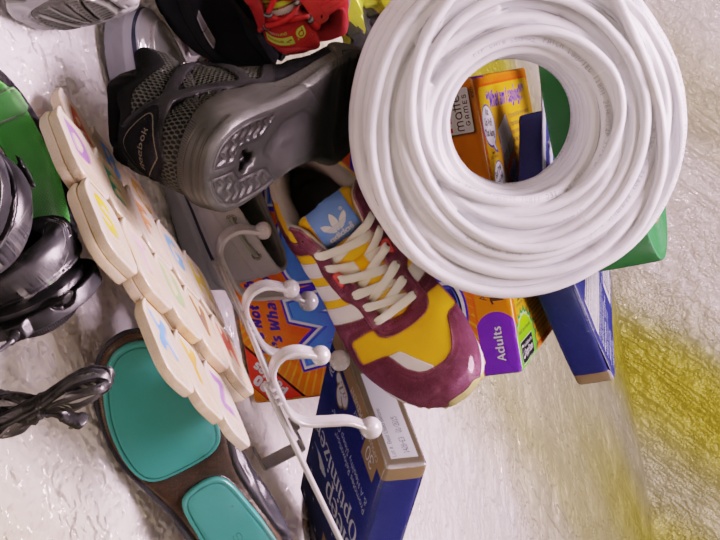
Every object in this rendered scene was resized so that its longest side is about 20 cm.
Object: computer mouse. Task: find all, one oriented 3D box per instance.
[{"bbox_3d":[-0.127,-0.201,0.837,0.141,0.046,0.200,57,6,29],"label":"computer mouse"}]

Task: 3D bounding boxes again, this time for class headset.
[{"bbox_3d":[-0.156,-0.014,0.620,0.124,0.093,0.201,58,19,-51],"label":"headset"}]

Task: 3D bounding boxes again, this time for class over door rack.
[{"bbox_3d":[-0.035,0.085,0.858,0.148,0.066,0.201,-119,-163,-53],"label":"over door rack"}]

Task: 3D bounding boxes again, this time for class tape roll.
[{"bbox_3d":[0.168,-0.102,0.935,0.200,0.048,0.202,-10,90,-72],"label":"tape roll"}]

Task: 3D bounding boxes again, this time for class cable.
[{"bbox_3d":[0.089,-0.088,0.791,0.200,0.200,0.069,50,0,-13],"label":"cable"}]

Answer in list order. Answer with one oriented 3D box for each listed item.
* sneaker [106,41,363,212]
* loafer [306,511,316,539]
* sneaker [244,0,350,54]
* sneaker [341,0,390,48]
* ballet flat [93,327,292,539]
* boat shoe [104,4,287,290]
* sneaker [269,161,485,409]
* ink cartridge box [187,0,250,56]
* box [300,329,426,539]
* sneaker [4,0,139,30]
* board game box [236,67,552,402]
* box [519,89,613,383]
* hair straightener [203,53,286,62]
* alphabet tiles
[{"bbox_3d":[-0.071,-0.097,0.788,0.199,0.114,0.077,-33,139,-51],"label":"sneaker"},{"bbox_3d":[0.008,0.256,1.043,0.073,0.070,0.201,-29,110,-71],"label":"loafer"},{"bbox_3d":[-0.043,-0.172,0.808,0.200,0.076,0.086,-11,99,-70],"label":"sneaker"},{"bbox_3d":[-0.008,-0.227,0.959,0.085,0.074,0.201,-105,179,-55],"label":"sneaker"},{"bbox_3d":[-0.101,0.106,0.798,0.073,0.073,0.201,-72,142,-53],"label":"ballet flat"},{"bbox_3d":[-0.098,-0.081,0.869,0.074,0.066,0.201,-73,150,-52],"label":"boat shoe"},{"bbox_3d":[0.000,0.000,0.833,0.200,0.075,0.090,50,-4,33],"label":"sneaker"},{"bbox_3d":[-0.086,-0.280,0.960,0.200,0.083,0.176,-73,151,-53],"label":"ink cartridge box"},{"bbox_3d":[-0.005,0.150,0.915,0.122,0.032,0.201,-112,-156,-44],"label":"box"},{"bbox_3d":[-0.179,-0.187,0.678,0.200,0.077,0.100,25,52,-79],"label":"sneaker"},{"bbox_3d":[0.027,-0.033,1.016,0.200,0.198,0.201,-30,111,-70],"label":"board game box"},{"bbox_3d":[0.144,-0.025,0.970,0.200,0.032,0.122,61,27,-46],"label":"box"},{"bbox_3d":[-0.066,-0.151,0.978,0.200,0.076,0.041,-63,139,-61],"label":"hair straightener"},{"bbox_3d":[-0.111,-0.002,0.739,0.196,0.015,0.200,63,3,32],"label":"alphabet tiles"}]
